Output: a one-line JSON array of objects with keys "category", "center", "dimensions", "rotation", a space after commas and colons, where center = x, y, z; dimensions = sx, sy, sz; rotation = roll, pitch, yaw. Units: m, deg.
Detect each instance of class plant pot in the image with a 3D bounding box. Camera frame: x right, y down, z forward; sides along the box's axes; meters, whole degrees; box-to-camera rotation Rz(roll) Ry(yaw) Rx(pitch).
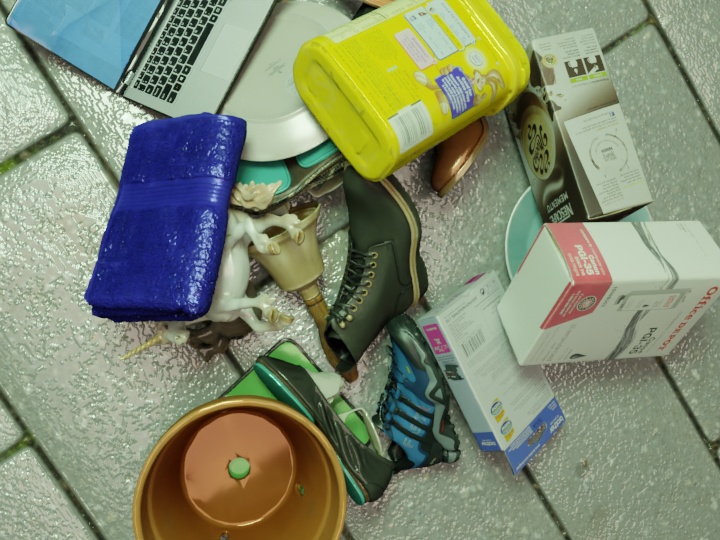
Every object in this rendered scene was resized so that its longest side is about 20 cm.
[{"category": "plant pot", "center": [-0.123, 0.219, 0.743], "dimensions": [0.197, 0.140, 0.203], "rotation": [0, 91, -12]}]

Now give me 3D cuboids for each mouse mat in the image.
[{"category": "mouse mat", "center": [-0.102, 0.197, 0.821], "dimensions": [0.200, 0.008, 0.161], "rotation": [-42, 98, -9]}]

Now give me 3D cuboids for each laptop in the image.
[{"category": "laptop", "center": [-0.210, -0.273, 0.734], "dimensions": [0.199, 0.116, 0.189], "rotation": [25, 86, 25]}]

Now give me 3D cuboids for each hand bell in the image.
[{"category": "hand bell", "center": [-0.050, 0.038, 0.801], "dimensions": [0.103, 0.104, 0.202], "rotation": [-28, 107, -10]}]

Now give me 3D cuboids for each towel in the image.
[{"category": "towel", "center": [-0.188, -0.053, 0.691], "dimensions": [0.146, 0.049, 0.202], "rotation": [-5, 69, 31]}]

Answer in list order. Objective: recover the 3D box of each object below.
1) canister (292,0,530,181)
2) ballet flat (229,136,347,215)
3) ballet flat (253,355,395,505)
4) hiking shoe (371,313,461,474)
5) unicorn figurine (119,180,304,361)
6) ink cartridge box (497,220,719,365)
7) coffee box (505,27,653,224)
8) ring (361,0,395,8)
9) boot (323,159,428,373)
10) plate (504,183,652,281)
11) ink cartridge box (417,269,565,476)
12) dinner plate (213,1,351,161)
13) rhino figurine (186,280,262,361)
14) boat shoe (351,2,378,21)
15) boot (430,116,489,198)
[{"category": "canister", "center": [0.050, -0.190, 0.706], "dimensions": [0.199, 0.087, 0.149], "rotation": [-35, 85, -31]}, {"category": "ballet flat", "center": [-0.065, -0.098, 0.762], "dimensions": [0.198, 0.075, 0.068], "rotation": [-25, 56, 2]}, {"category": "ballet flat", "center": [-0.034, 0.160, 0.798], "dimensions": [0.068, 0.068, 0.201], "rotation": [-38, 91, -25]}, {"category": "hiking shoe", "center": [0.051, 0.144, 0.794], "dimensions": [0.086, 0.075, 0.202], "rotation": [-19, 116, -4]}, {"category": "unicorn figurine", "center": [-0.130, 0.011, 0.710], "dimensions": [0.136, 0.074, 0.202], "rotation": [11, 81, 27]}, {"category": "ink cartridge box", "center": [0.269, 0.024, 0.782], "dimensions": [0.197, 0.147, 0.083], "rotation": [-2, 49, -17]}, {"category": "coffee box", "center": [0.233, -0.144, 0.809], "dimensions": [0.079, 0.113, 0.202], "rotation": [-14, 80, -10]}, {"category": "ring", "center": [0.035, -0.373, 0.811], "dimensions": [0.198, 0.019, 0.203], "rotation": [4, 75, -15]}, {"category": "boot", "center": [0.000, 0.000, 0.745], "dimensions": [0.138, 0.077, 0.201], "rotation": [-48, 133, -27]}, {"category": "plate", "center": [0.264, -0.027, 0.882], "dimensions": [0.197, 0.026, 0.203], "rotation": [0, 91, -10]}, {"category": "ink cartridge box", "center": [0.152, 0.115, 0.830], "dimensions": [0.119, 0.042, 0.202], "rotation": [-32, 96, -39]}, {"category": "dinner plate", "center": [-0.088, -0.206, 0.758], "dimensions": [0.197, 0.024, 0.203], "rotation": [-4, 68, 11]}, {"category": "rhino figurine", "center": [-0.175, -0.008, 0.777], "dimensions": [0.087, 0.060, 0.202], "rotation": [-27, 97, -4]}, {"category": "boat shoe", "center": [-0.041, -0.214, 0.794], "dimensions": [0.063, 0.074, 0.202], "rotation": [36, 89, -17]}, {"category": "boot", "center": [0.074, -0.197, 0.814], "dimensions": [0.154, 0.077, 0.202], "rotation": [24, 84, -12]}]
